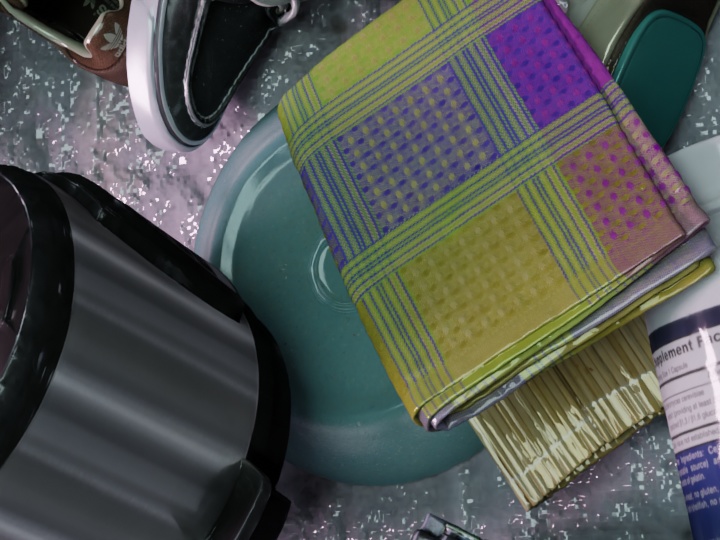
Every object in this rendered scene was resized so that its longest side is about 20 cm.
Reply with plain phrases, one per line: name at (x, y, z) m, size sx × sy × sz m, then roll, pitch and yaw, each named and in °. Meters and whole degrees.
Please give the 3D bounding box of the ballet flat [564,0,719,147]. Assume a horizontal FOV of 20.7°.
ballet flat at (0.130, -0.125, 0.879) m, size 0.069 × 0.069 × 0.201 m, roll 30°, pitch 94°, yaw 23°

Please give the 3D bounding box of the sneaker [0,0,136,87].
sneaker at (-0.169, -0.164, 1.001) m, size 0.199 × 0.075 × 0.071 m, roll 35°, pitch 98°, yaw 22°

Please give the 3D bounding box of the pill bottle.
pill bottle at (0.178, 0.046, 0.808) m, size 0.110 × 0.111 × 0.202 m, roll -15°, pitch 78°, yaw 21°

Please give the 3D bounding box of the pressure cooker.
pressure cooker at (-0.130, 0.065, 0.880) m, size 0.178 × 0.199 × 0.177 m, roll -31°, pitch 47°, yaw 27°

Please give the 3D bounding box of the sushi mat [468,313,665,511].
sushi mat at (0.058, -0.003, 0.881) m, size 0.095 × 0.012 × 0.201 m, roll -34°, pitch 78°, yaw 6°

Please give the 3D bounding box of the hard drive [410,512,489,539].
hard drive at (0.117, 0.159, 0.794) m, size 0.198 × 0.140 × 0.038 m, roll 25°, pitch 84°, yaw 15°

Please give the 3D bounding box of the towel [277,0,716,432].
towel at (0.049, -0.039, 0.833) m, size 0.143 × 0.023 × 0.201 m, roll -35°, pitch 53°, yaw 10°

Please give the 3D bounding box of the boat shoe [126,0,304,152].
boat shoe at (-0.053, -0.152, 0.950) m, size 0.068 × 0.073 × 0.201 m, roll 15°, pitch 84°, yaw 35°

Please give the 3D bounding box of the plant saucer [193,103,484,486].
plant saucer at (0.000, 0.000, 0.932) m, size 0.198 × 0.036 × 0.203 m, roll -3°, pitch 83°, yaw 23°
